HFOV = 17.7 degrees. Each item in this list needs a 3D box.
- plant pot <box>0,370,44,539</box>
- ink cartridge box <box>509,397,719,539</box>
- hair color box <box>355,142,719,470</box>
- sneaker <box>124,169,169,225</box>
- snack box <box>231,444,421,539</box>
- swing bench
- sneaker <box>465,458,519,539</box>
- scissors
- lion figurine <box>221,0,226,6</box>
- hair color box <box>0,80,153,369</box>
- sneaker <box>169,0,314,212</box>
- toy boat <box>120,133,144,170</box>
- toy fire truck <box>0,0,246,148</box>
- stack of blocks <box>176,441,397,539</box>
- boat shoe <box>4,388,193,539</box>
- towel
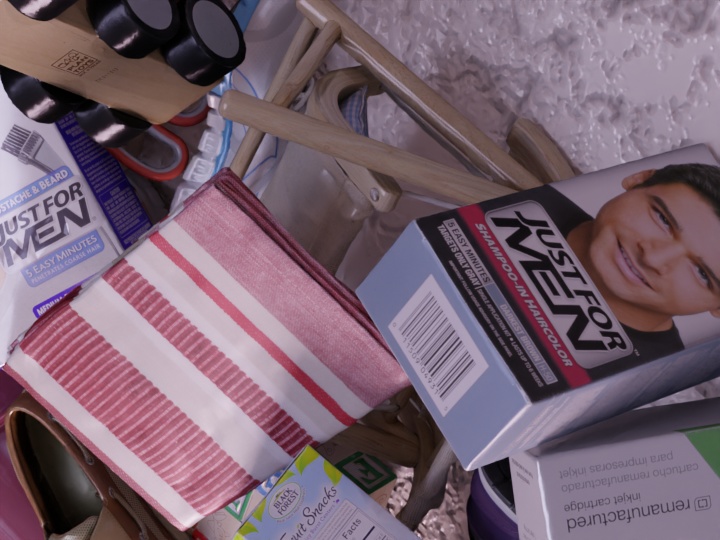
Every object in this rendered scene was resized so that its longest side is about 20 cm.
[{"bbox_3d":[-0.215,0.156,1.476,0.179,0.200,0.200,45,133,8],"label":"plant pot"},{"bbox_3d":[0.155,0.167,1.071,0.088,0.144,0.202,-145,48,-82],"label":"ink cartridge box"},{"bbox_3d":[0.106,0.012,1.057,0.099,0.199,0.061,58,136,18],"label":"hair color box"},{"bbox_3d":[-0.148,0.001,1.415,0.200,0.079,0.074,48,135,41],"label":"sneaker"},{"bbox_3d":[0.016,0.200,1.219,0.200,0.068,0.169,38,155,4],"label":"snack box"},{"bbox_3d":[0.000,0.000,1.212,0.199,0.130,0.200,30,127,0],"label":"swing bench"},{"bbox_3d":[0.126,0.175,1.195,0.200,0.075,0.088,54,149,27],"label":"sneaker"},{"bbox_3d":[-0.166,-0.133,1.304,0.200,0.073,0.014,40,170,-13],"label":"scissors"},{"bbox_3d":[-0.106,-0.215,1.335,0.123,0.072,0.201,50,119,36],"label":"lion figurine"},{"bbox_3d":[-0.204,-0.059,1.318,0.109,0.065,0.201,-27,95,18],"label":"hair color box"},{"bbox_3d":[-0.044,-0.079,1.306,0.086,0.075,0.201,28,123,19],"label":"sneaker"},{"bbox_3d":[-0.215,-0.129,1.429,0.199,0.130,0.132,18,105,43],"label":"toy boat"},{"bbox_3d":[-0.149,-0.194,1.224,0.128,0.175,0.201,-31,58,32],"label":"toy fire truck"},{"bbox_3d":[-0.065,0.172,1.384,0.115,0.058,0.201,37,127,23],"label":"stack of blocks"},{"bbox_3d":[-0.154,0.156,1.356,0.075,0.074,0.201,-30,86,31],"label":"boat shoe"},{"bbox_3d":[-0.079,0.046,1.182,0.144,0.023,0.200,45,129,-12],"label":"towel"}]
